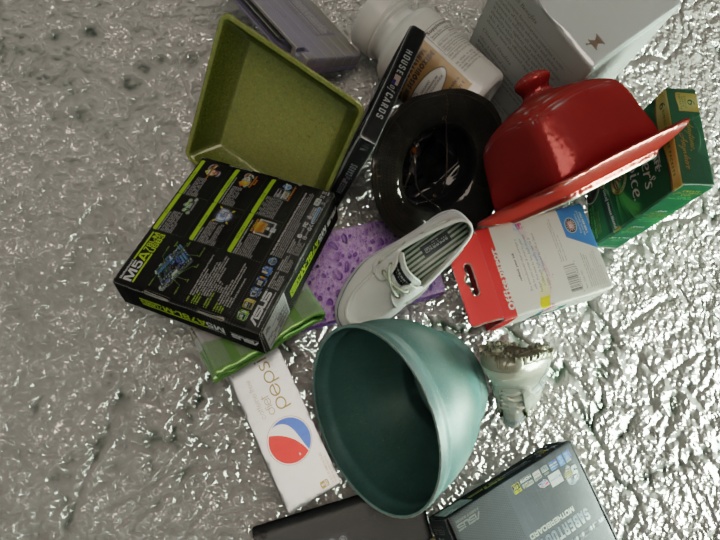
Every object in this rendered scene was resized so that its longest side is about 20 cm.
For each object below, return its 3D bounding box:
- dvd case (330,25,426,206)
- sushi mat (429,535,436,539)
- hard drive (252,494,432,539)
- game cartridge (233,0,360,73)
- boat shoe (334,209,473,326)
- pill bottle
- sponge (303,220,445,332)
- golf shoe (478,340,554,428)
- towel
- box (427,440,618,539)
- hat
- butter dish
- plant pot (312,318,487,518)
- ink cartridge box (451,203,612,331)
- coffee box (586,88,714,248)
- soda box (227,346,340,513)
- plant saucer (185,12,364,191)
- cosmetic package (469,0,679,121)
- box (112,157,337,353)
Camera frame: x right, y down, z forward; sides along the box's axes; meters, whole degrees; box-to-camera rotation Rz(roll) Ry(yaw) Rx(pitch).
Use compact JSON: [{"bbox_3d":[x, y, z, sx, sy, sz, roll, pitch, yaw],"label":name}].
[{"bbox_3d":[0.011,-0.175,0.726,0.024,0.200,0.153,25,73,-7],"label":"dvd case"},{"bbox_3d":[0.114,0.333,0.668,0.197,0.012,0.097,-27,84,-28],"label":"sushi mat"},{"bbox_3d":[-0.011,0.331,0.668,0.194,0.033,0.143,-12,76,-11],"label":"hard drive"},{"bbox_3d":[-0.099,-0.342,0.809,0.201,0.039,0.129,50,34,11],"label":"game cartridge"},{"bbox_3d":[0.047,-0.001,0.700,0.200,0.067,0.074,-44,94,2],"label":"boat shoe"},{"bbox_3d":[0.085,-0.281,0.811,0.200,0.115,0.114,44,73,6],"label":"pill bottle"},{"bbox_3d":[0.000,0.000,0.765,0.194,0.030,0.115,-13,76,-11],"label":"sponge"},{"bbox_3d":[0.178,0.128,0.674,0.076,0.199,0.100,2,83,25],"label":"golf shoe"},{"bbox_3d":[-0.147,0.014,0.700,0.147,0.031,0.201,-30,55,-14],"label":"towel"},{"bbox_3d":[0.191,0.308,0.672,0.196,0.051,0.161,-19,79,-25],"label":"box"},{"bbox_3d":[0.087,-0.132,0.759,0.195,0.081,0.207,-8,109,-24],"label":"hat"},{"bbox_3d":[0.223,-0.157,0.693,0.196,0.200,0.151,-26,90,-15],"label":"butter dish"},{"bbox_3d":[0.057,0.143,0.663,0.132,0.200,0.205,-14,74,-39],"label":"plant pot"},{"bbox_3d":[0.205,0.001,0.772,0.194,0.067,0.119,-14,76,-11],"label":"ink cartridge box"},{"bbox_3d":[0.350,-0.119,0.756,0.043,0.200,0.127,2,73,-8],"label":"coffee box"},{"bbox_3d":[-0.096,0.164,0.688,0.067,0.064,0.204,-25,78,-13],"label":"soda box"},{"bbox_3d":[-0.104,-0.174,0.738,0.197,0.202,0.048,34,37,4],"label":"plant saucer"},{"bbox_3d":[0.262,-0.309,0.798,0.165,0.200,0.169,-35,82,-15],"label":"cosmetic package"},{"bbox_3d":[-0.148,-0.027,0.690,0.188,0.048,0.203,14,57,17],"label":"box"}]
